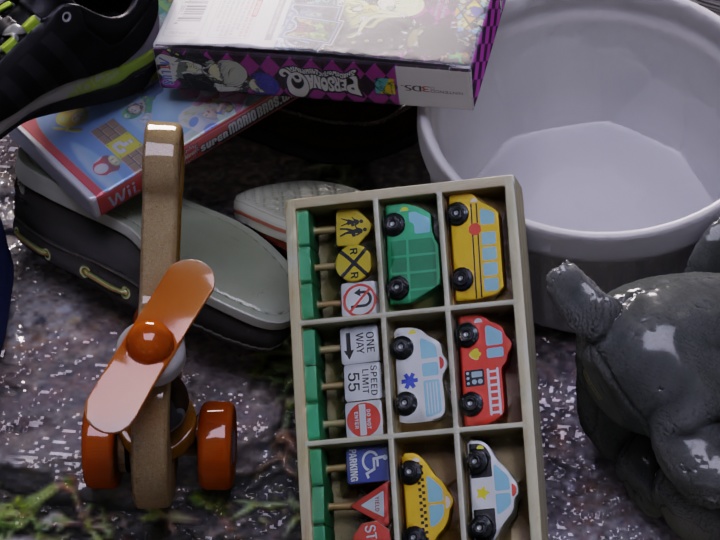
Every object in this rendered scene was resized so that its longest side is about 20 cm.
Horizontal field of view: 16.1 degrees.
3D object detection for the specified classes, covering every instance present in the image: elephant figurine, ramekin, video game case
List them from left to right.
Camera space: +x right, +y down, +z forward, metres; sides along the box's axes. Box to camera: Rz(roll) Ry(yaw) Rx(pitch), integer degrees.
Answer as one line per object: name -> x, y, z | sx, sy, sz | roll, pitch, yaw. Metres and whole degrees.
video game case -> -0.108, -0.120, 1.451 | 0.200, 0.017, 0.143 | -33, 50, -20
video game case -> -0.005, -0.171, 1.444 | 0.181, 0.036, 0.200 | 4, 44, 12
ramekin -> 0.132, -0.057, 1.422 | 0.199, 0.105, 0.201 | -1, 49, 2
elephant figurine -> 0.213, 0.036, 1.310 | 0.200, 0.155, 0.142 | -32, 64, -13

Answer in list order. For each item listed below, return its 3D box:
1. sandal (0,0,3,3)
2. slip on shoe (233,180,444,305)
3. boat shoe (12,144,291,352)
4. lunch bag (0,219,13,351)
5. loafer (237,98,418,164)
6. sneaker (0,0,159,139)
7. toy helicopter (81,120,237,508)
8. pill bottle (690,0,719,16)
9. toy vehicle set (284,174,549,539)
sandal -> -0.150, -0.189, 1.531 | 0.202, 0.050, 0.082 | -19, 13, 46
slip on shoe -> 0.000, 0.000, 1.406 | 0.074, 0.061, 0.200 | -17, 34, -41
boat shoe -> -0.114, -0.005, 1.417 | 0.201, 0.061, 0.072 | 32, 35, 26
lunch bag -> -0.264, -0.001, 1.369 | 0.135, 0.133, 0.200 | -1, 49, 1
loafer -> -0.050, -0.116, 1.501 | 0.199, 0.071, 0.073 | 7, 50, 9
sneaker -> -0.188, -0.126, 1.368 | 0.200, 0.083, 0.072 | -25, 51, -38
toy helicopter -> -0.106, 0.021, 1.302 | 0.079, 0.132, 0.201 | 1, 85, 3
pill bottle -> 0.171, -0.201, 1.540 | 0.200, 0.114, 0.114 | 20, 52, 18
toy vehicle set -> 0.028, 0.056, 1.306 | 0.124, 0.027, 0.201 | -7, 75, 12
